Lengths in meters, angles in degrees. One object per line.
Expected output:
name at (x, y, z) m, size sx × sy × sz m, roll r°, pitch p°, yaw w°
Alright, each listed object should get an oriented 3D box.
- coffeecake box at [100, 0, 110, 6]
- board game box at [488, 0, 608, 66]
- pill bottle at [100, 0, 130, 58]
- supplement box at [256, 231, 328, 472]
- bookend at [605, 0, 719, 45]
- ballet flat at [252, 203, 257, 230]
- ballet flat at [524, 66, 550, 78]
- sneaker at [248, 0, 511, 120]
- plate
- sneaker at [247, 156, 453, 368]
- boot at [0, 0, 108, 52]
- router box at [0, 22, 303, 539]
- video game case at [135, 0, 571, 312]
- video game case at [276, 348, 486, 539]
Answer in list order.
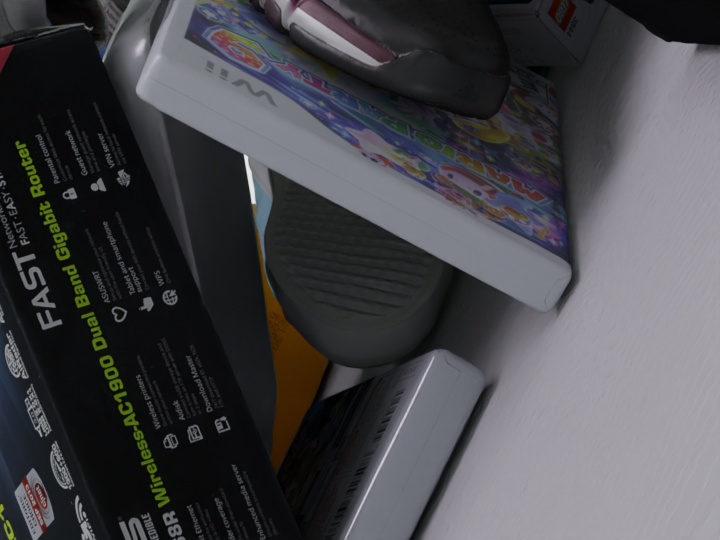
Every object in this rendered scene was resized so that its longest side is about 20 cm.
coffeecake box at (-0.115, -0.179, 1.125) m, size 0.200 × 0.073 × 0.154 m, roll 163°, pitch 120°, yaw -75°
board game box at (0.065, -0.166, 1.120) m, size 0.126 × 0.035 × 0.201 m, roll 3°, pitch 59°, yaw 44°
pill bottle at (-0.043, -0.165, 1.225) m, size 0.114 × 0.113 × 0.200 m, roll -72°, pitch 3°, yaw -52°
supplement box at (-0.090, 0.088, 1.282) m, size 0.200 × 0.073 × 0.126 m, roll -54°, pitch 10°, yaw 42°
bookend at (0.120, -0.168, 0.793) m, size 0.200 × 0.092 × 0.199 m, roll -60°, pitch 10°, yaw 0°
ballet flat at (-0.102, 0.005, 1.385) m, size 0.200 × 0.063 × 0.069 m, roll -32°, pitch -23°, yaw -35°
ballet flat at (0.023, -0.087, 1.188) m, size 0.069 × 0.071 × 0.200 m, roll -59°, pitch 8°, yaw -2°
sneaker at (0.006, -0.140, 0.963) m, size 0.116 × 0.075 × 0.200 m, roll -63°, pitch 38°, yaw 20°
plate at (-0.062, -0.012, 1.039) m, size 0.200 × 0.032 × 0.201 m, roll -84°, pitch -14°, yaw -71°
sneaker at (0.000, 0.000, 1.126) m, size 0.200 × 0.074 × 0.082 m, roll -103°, pitch 1°, yaw -63°
boot at (-0.133, -0.075, 0.998) m, size 0.200 × 0.095 × 0.074 m, roll 86°, pitch -171°, yaw -67°
router box at (-0.098, 0.041, 0.953) m, size 0.062 × 0.201 × 0.150 m, roll -18°, pitch -14°, yaw -25°
video game case at (0.003, -0.060, 0.965) m, size 0.018 × 0.143 × 0.200 m, roll -59°, pitch 8°, yaw 19°
video game case at (-0.031, 0.127, 0.975) m, size 0.201 × 0.023 × 0.182 m, roll -64°, pitch 9°, yaw -13°
